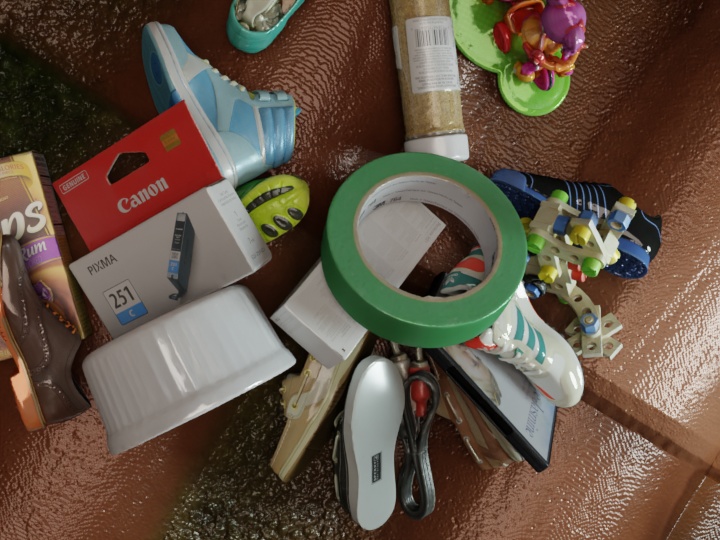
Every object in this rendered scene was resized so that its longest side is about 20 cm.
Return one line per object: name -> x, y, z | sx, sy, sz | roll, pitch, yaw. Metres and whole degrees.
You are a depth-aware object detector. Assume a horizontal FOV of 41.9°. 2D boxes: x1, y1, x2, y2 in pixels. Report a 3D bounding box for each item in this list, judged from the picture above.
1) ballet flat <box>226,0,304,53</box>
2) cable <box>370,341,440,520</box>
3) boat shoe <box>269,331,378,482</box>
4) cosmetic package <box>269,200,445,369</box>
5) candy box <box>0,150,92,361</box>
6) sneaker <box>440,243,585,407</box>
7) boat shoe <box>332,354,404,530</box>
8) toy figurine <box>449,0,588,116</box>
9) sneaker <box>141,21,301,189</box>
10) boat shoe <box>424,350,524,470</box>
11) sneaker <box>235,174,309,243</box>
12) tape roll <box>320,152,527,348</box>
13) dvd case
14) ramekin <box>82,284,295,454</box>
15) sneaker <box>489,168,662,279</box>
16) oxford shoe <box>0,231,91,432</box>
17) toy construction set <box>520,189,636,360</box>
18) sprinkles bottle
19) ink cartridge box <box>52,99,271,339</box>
ballet flat -> -0.070, -0.314, 0.977 | 0.067, 0.070, 0.200 | 35, 89, -7
cable -> 0.065, 0.173, 1.020 | 0.050, 0.097, 0.200 | -28, 106, -46
boat shoe -> -0.049, 0.129, 1.012 | 0.066, 0.074, 0.200 | 28, 89, 16
cosmetic package -> 0.000, 0.000, 0.972 | 0.083, 0.051, 0.200 | 41, 60, -4
candy box -> -0.362, -0.012, 0.968 | 0.117, 0.056, 0.200 | -15, 94, -5
sneaker -> 0.152, 0.074, 0.983 | 0.093, 0.070, 0.200 | -37, 97, -36
boat shoe -> -0.002, 0.177, 0.994 | 0.071, 0.064, 0.200 | -12, 115, -36
toy figurine -> 0.183, -0.262, 0.953 | 0.150, 0.184, 0.200 | -18, 96, -5
sneaker -> -0.139, -0.181, 0.982 | 0.130, 0.080, 0.200 | -23, 81, -25
boat shoe -> 0.106, 0.131, 1.023 | 0.072, 0.076, 0.200 | -34, 86, 22
sneaker -> -0.138, -0.042, 0.986 | 0.200, 0.084, 0.074 | -22, 101, 14
tape roll -> 0.062, -0.023, 0.929 | 0.200, 0.048, 0.201 | 5, 59, -8
dvd case -> 0.136, 0.103, 0.995 | 0.018, 0.143, 0.200 | -39, 98, 26
ramekin -> -0.173, 0.092, 0.929 | 0.200, 0.200, 0.098 | -26, 89, -5
sneaker -> 0.236, -0.068, 1.035 | 0.200, 0.070, 0.078 | 30, 62, 1
oxford shoe -> -0.316, 0.054, 0.923 | 0.073, 0.071, 0.200 | -13, 106, -15
toy construction set -> 0.225, -0.001, 0.984 | 0.092, 0.131, 0.200 | -50, 140, -36
sprinkles bottle -> 0.072, -0.213, 1.001 | 0.068, 0.068, 0.200 | -7, 94, -6
ink cartridge box -> -0.211, -0.044, 0.934 | 0.200, 0.045, 0.176 | -25, 98, 28
